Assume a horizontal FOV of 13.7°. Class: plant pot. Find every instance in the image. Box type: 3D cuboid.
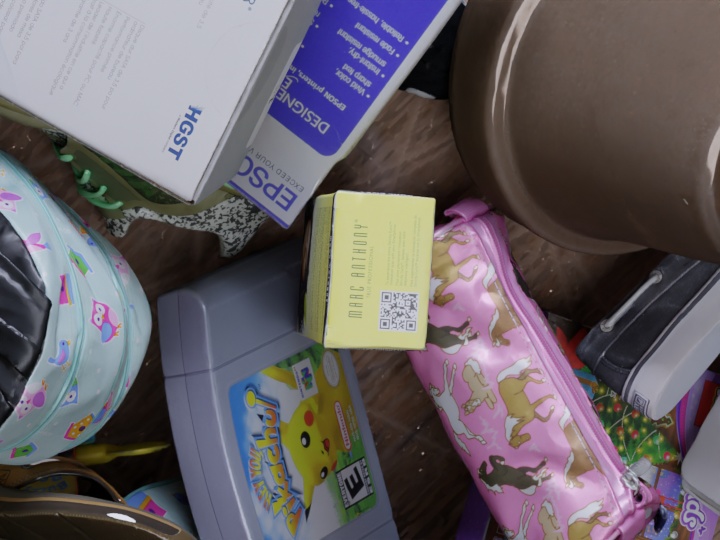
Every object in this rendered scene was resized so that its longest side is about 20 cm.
[{"bbox_3d":[0.170,-0.084,1.507,0.199,0.174,0.202,-13,117,-27],"label":"plant pot"}]

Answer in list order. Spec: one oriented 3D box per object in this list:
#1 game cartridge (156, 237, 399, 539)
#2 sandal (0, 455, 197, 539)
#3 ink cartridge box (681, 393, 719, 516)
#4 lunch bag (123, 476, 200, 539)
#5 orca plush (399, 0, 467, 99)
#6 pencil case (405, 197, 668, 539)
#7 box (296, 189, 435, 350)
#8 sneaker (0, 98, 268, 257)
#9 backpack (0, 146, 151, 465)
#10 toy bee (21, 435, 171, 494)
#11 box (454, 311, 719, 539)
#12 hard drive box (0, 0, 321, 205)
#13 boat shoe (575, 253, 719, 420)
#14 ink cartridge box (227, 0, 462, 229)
[{"bbox_3d":[-0.042,0.094,1.555,0.133,0.040,0.201,-25,102,-52],"label":"game cartridge"},{"bbox_3d":[-0.158,0.122,1.493,0.082,0.199,0.055,57,50,-39],"label":"sandal"},{"bbox_3d":[0.293,0.099,1.657,0.199,0.083,0.146,22,98,-39],"label":"ink cartridge box"},{"bbox_3d":[-0.134,0.202,1.590,0.077,0.160,0.200,42,102,15],"label":"lunch bag"},{"bbox_3d":[-0.001,-0.150,1.510,0.105,0.071,0.200,-34,117,1],"label":"orca plush"},{"bbox_3d":[0.081,0.064,1.571,0.086,0.083,0.201,-31,79,6],"label":"pencil case"},{"bbox_3d":[0.000,0.000,1.458,0.050,0.200,0.076,4,89,-6],"label":"box"},{"bbox_3d":[-0.123,-0.055,1.524,0.199,0.077,0.089,20,118,-19],"label":"sneaker"},{"bbox_3d":[-0.199,0.004,1.454,0.126,0.200,0.167,2,123,-57],"label":"backpack"},{"bbox_3d":[-0.175,0.084,1.548,0.130,0.109,0.201,-27,118,0],"label":"toy bee"},{"bbox_3d":[0.126,0.137,1.647,0.136,0.039,0.201,19,83,-21],"label":"box"},{"bbox_3d":[-0.122,-0.150,1.416,0.199,0.077,0.156,30,108,6],"label":"hard drive box"},{"bbox_3d":[0.195,-0.011,1.624,0.200,0.068,0.072,-48,160,-12],"label":"boat shoe"},{"bbox_3d":[-0.053,-0.158,1.461,0.198,0.043,0.200,38,108,1],"label":"ink cartridge box"}]
